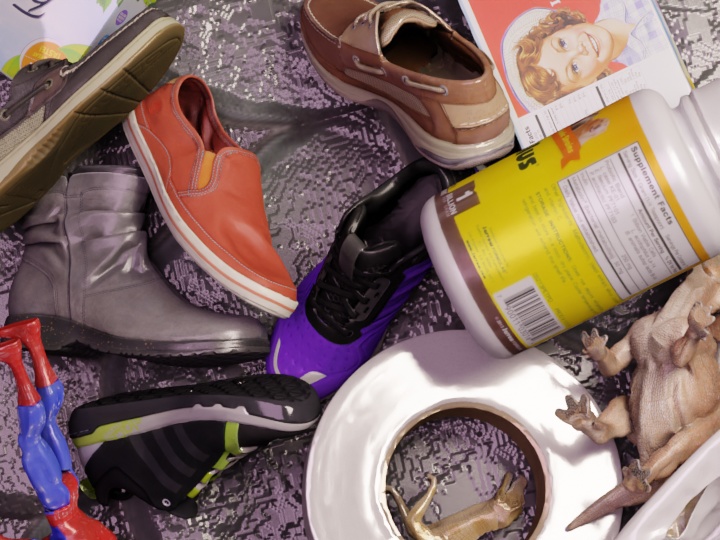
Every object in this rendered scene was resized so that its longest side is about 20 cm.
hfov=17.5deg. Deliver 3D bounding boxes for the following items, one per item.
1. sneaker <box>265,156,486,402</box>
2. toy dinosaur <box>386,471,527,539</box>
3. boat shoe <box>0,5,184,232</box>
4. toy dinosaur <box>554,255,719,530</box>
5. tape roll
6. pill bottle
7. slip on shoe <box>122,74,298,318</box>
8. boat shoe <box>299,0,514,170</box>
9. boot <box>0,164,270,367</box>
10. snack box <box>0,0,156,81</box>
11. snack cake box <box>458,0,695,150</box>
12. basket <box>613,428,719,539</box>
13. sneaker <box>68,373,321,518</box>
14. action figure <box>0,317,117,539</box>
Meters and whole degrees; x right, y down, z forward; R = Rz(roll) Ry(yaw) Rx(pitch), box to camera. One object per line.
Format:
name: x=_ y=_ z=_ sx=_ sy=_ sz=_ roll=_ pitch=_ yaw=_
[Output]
sneaker: x=0.000 y=-0.001 z=1.488 sx=0.070 sy=0.099 sz=0.200 roll=42 pitch=97 yaw=16
toy dinosaur: x=0.029 y=0.203 z=1.477 sx=0.101 sy=0.058 sz=0.200 roll=31 pitch=90 yaw=15
boat shoe: x=-0.203 y=-0.107 z=1.524 sx=0.201 sy=0.072 sz=0.066 roll=-44 pitch=76 yaw=11
toy dinosaur: x=0.197 y=0.074 z=1.425 sx=0.086 sy=0.135 sz=0.201 roll=21 pitch=99 yaw=37
tape roll: x=0.063 y=0.138 z=1.450 sx=0.202 sy=0.037 sz=0.204 roll=1 pitch=77 yaw=-6
pill bottle: x=0.143 y=-0.035 z=1.387 sx=0.199 sy=0.109 sz=0.110 roll=-27 pitch=77 yaw=10
slip on shoe: x=-0.091 y=-0.050 z=1.516 sx=0.061 sy=0.074 sz=0.200 roll=-43 pitch=55 yaw=18
boat shoe: x=0.029 y=-0.140 z=1.486 sx=0.076 sy=0.072 sz=0.200 roll=-29 pitch=44 yaw=-25
boot: x=-0.148 y=-0.007 z=1.537 sx=0.199 sy=0.070 sz=0.132 roll=5 pitch=83 yaw=21
snack box: x=-0.240 y=-0.219 z=1.605 sx=0.200 sy=0.053 sz=0.142 roll=36 pitch=93 yaw=16
snack cake box: x=0.144 y=-0.129 z=1.489 sx=0.115 sy=0.067 sz=0.201 roll=-24 pitch=77 yaw=12
basket: x=0.259 y=0.198 z=1.386 sx=0.136 sy=0.123 sz=0.200 roll=-46 pitch=74 yaw=4
sneaker: x=-0.103 y=0.117 z=1.508 sx=0.199 sy=0.072 sz=0.083 roll=-8 pitch=95 yaw=37
action figure: x=-0.221 y=0.140 z=1.513 sx=0.099 sy=0.065 sz=0.201 roll=-15 pitch=105 yaw=19
